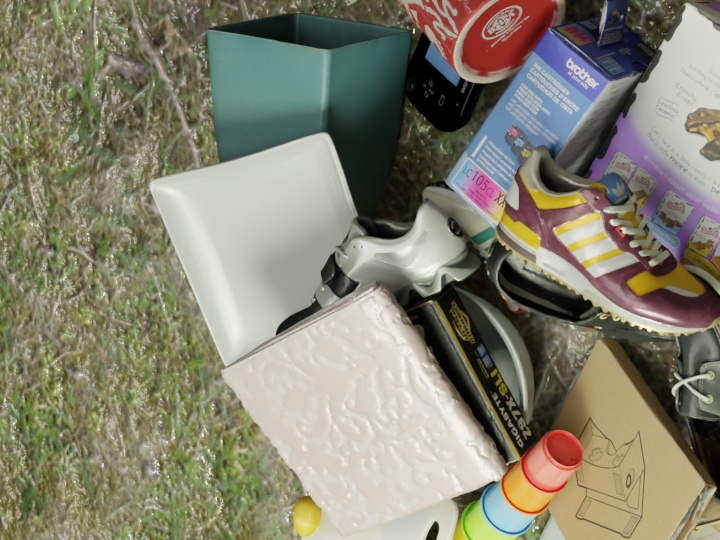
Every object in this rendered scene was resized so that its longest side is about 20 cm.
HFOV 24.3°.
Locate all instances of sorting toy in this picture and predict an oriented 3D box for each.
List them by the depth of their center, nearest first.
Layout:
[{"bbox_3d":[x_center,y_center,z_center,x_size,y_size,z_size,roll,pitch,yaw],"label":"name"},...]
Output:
[{"bbox_3d":[0.036,0.275,1.584,0.180,0.107,0.201,-6,95,47],"label":"sorting toy"}]

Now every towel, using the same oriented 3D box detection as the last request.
[{"bbox_3d":[0.003,0.125,1.446,0.191,0.032,0.200,-27,104,34],"label":"towel"}]

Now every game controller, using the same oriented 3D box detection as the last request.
[{"bbox_3d":[0.099,-0.226,1.500,0.201,0.042,0.104,-68,28,23],"label":"game controller"}]

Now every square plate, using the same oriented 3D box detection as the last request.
[{"bbox_3d":[-0.075,-0.017,1.535,0.199,0.028,0.199,-13,108,29],"label":"square plate"}]

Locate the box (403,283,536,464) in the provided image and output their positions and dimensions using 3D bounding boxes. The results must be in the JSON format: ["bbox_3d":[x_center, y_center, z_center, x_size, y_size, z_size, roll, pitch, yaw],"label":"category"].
[{"bbox_3d":[0.034,0.120,1.485,0.199,0.049,0.160,-24,96,34],"label":"box"}]

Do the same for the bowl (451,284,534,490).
[{"bbox_3d":[0.085,0.101,1.549,0.200,0.090,0.202,6,101,33],"label":"bowl"}]

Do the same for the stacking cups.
[{"bbox_3d":[0.139,0.204,1.512,0.061,0.060,0.200,50,140,17],"label":"stacking cups"}]

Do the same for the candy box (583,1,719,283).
[{"bbox_3d":[0.297,-0.095,1.383,0.168,0.071,0.201,40,118,23],"label":"candy box"}]

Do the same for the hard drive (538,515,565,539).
[{"bbox_3d":[0.200,0.274,1.502,0.201,0.027,0.132,-67,30,23],"label":"hard drive"}]

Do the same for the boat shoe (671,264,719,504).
[{"bbox_3d":[0.288,0.094,1.362,0.072,0.067,0.201,0,112,57],"label":"boat shoe"}]

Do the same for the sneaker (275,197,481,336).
[{"bbox_3d":[0.000,0.000,1.455,0.199,0.074,0.089,-28,101,20],"label":"sneaker"}]

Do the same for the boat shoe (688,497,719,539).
[{"bbox_3d":[0.320,0.218,1.427,0.199,0.074,0.070,-18,73,37],"label":"boat shoe"}]

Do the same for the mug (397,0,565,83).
[{"bbox_3d":[0.085,-0.278,1.395,0.200,0.133,0.178,59,136,32],"label":"mug"}]

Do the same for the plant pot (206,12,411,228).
[{"bbox_3d":[-0.052,-0.129,1.578,0.141,0.141,0.201,15,111,32],"label":"plant pot"}]

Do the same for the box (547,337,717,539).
[{"bbox_3d":[0.220,0.180,1.439,0.164,0.021,0.200,-67,29,28],"label":"box"}]

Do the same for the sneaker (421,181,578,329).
[{"bbox_3d":[0.132,-0.014,1.509,0.199,0.070,0.094,25,106,25],"label":"sneaker"}]

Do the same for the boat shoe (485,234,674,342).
[{"bbox_3d":[0.203,0.021,1.425,0.200,0.063,0.074,19,110,-5],"label":"boat shoe"}]

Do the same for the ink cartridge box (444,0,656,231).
[{"bbox_3d":[0.175,-0.138,1.419,0.076,0.136,0.200,44,119,14],"label":"ink cartridge box"}]

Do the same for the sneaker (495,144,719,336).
[{"bbox_3d":[0.202,-0.024,1.318,0.199,0.075,0.090,28,118,20],"label":"sneaker"}]
